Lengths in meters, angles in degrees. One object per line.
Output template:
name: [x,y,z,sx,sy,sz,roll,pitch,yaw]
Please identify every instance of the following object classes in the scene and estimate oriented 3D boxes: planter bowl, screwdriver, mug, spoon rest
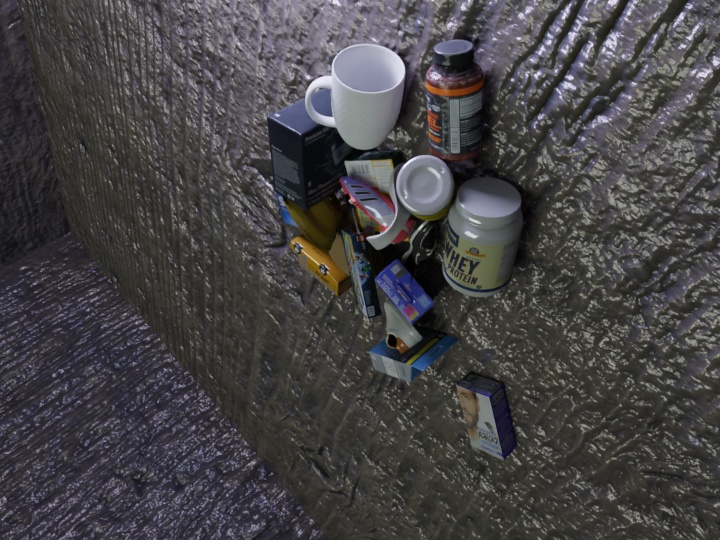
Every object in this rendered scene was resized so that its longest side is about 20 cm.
planter bowl: [-0.100,-0.153,1.688,0.083,0.200,0.202,-33,92,16]
screwdriver: [-0.018,-0.140,1.654,0.029,0.201,0.028,34,114,-21]
mug: [-0.014,-0.343,1.424,0.177,0.196,0.150,97,174,-54]
spoon rest: [0.081,-0.137,1.476,0.060,0.202,0.099,-2,145,47]

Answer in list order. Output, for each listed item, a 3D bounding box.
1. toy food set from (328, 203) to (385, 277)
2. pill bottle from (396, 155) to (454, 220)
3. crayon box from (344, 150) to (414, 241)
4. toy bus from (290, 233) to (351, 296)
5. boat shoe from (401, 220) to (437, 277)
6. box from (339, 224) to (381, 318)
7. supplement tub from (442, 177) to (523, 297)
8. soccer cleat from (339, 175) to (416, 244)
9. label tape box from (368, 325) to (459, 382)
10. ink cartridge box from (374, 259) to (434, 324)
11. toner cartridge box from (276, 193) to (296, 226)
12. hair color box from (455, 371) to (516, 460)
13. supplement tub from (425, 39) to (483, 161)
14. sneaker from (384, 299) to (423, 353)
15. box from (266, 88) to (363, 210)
toy food set: [-0.019,-0.079,1.770,0.198,0.048,0.201,17,119,45]
pill bottle: [0.135,-0.158,1.384,0.112,0.111,0.200,51,-172,6]
crayon box: [0.048,-0.169,1.592,0.124,0.052,0.203,4,123,31]
toy bus: [-0.111,-0.021,1.962,0.199,0.065,0.079,39,146,25]
boat shoe: [0.144,-0.051,1.579,0.060,0.074,0.201,46,150,15]
box: [0.000,0.000,1.669,0.137,0.037,0.204,-137,34,-74]
supplement tub: [0.239,-0.064,1.368,0.144,0.144,0.202,34,143,31]
soccer cleat: [0.036,-0.146,1.548,0.200,0.076,0.067,47,-174,8]
label tape box: [0.139,0.211,1.755,0.198,0.143,0.067,13,130,48]
ink cartridge box: [0.102,0.047,1.625,0.137,0.076,0.200,50,-179,2]
toner cartridge box: [-0.146,-0.160,1.902,0.198,0.043,0.096,21,136,43]
hair color box: [0.313,0.361,1.734,0.108,0.064,0.203,14,128,48]
supplement tub: [0.172,-0.310,1.274,0.106,0.106,0.203,27,138,38]
sneaker: [0.084,0.140,1.763,0.073,0.085,0.200,46,-177,-25]
box: [-0.097,-0.279,1.581,0.117,0.196,0.202,32,141,31]
